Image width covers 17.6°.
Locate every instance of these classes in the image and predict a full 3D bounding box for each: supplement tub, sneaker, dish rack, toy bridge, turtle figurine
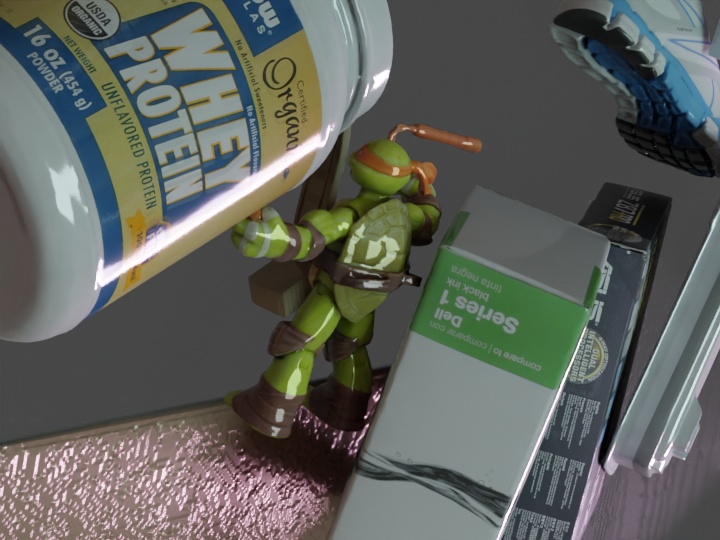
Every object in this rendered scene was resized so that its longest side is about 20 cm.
[{"bbox_3d":[-0.097,-0.075,0.963,0.200,0.144,0.145,-34,133,-35],"label":"supplement tub"},{"bbox_3d":[0.180,-0.125,1.338,0.087,0.075,0.200,-65,146,-17],"label":"sneaker"},{"bbox_3d":[0.201,0.033,1.357,0.200,0.043,0.172,-64,171,-3],"label":"dish rack"},{"bbox_3d":[-0.034,-0.071,1.138,0.067,0.027,0.200,-36,135,-34],"label":"toy bridge"},{"bbox_3d":[0.000,0.000,1.140,0.200,0.064,0.162,-14,126,-58],"label":"turtle figurine"}]

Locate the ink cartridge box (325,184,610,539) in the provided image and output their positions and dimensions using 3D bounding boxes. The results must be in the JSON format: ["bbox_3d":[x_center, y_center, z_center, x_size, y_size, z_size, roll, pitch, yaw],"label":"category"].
[{"bbox_3d":[0.052,0.074,1.197,0.146,0.084,0.200,-56,167,-73],"label":"ink cartridge box"}]

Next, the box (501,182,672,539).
[{"bbox_3d":[0.128,0.061,1.337,0.161,0.049,0.200,-37,141,-72],"label":"box"}]

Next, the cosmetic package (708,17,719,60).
[{"bbox_3d":[0.270,-0.216,1.339,0.200,0.052,0.151,-48,159,-52],"label":"cosmetic package"}]
